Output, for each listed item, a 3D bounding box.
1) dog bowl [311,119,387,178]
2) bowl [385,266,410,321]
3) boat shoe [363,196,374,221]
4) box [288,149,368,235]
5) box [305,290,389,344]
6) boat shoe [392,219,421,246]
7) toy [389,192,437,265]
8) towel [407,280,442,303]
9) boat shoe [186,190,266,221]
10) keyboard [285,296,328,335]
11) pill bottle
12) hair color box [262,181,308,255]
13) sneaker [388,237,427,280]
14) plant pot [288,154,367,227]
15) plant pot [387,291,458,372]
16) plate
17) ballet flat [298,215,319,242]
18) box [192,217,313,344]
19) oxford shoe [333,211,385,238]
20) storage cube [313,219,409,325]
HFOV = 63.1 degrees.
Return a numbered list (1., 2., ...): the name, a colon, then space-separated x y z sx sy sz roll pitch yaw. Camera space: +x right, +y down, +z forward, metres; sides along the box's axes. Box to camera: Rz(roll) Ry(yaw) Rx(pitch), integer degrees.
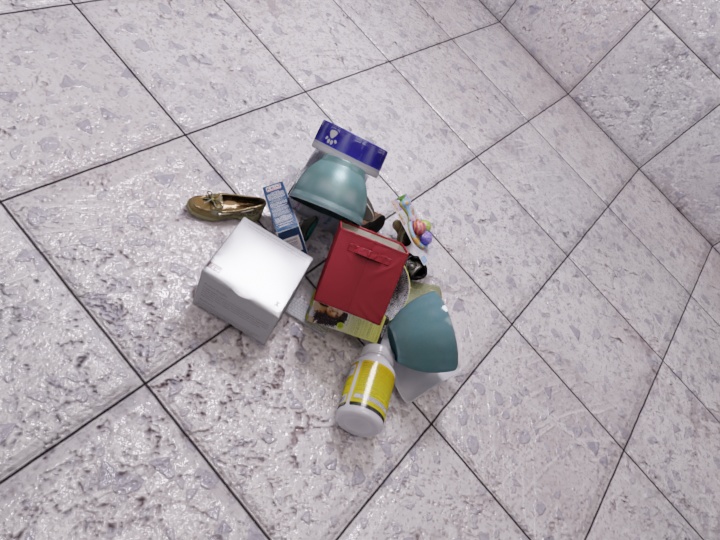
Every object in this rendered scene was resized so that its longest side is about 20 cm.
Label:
1. dog bowl: -0.028 -0.329 1.589 0.199 0.079 0.200 25 10 -5
2. bowl: 0.026 0.038 1.539 0.198 0.094 0.203 0 94 -3
3. boat shoe: -0.025 -0.221 1.598 0.200 0.067 0.057 44 51 2
4. box: -0.094 -0.235 1.670 0.176 0.097 0.201 31 48 -10
5. box: -0.032 0.117 1.454 0.198 0.050 0.076 19 93 -14
6. boat shoe: 0.127 -0.121 1.736 0.076 0.072 0.200 25 17 10
7. toy: 0.164 -0.125 1.639 0.201 0.047 0.115 59 33 -1
8. towel: 0.152 0.092 1.646 0.198 0.036 0.150 11 55 -26
9. boat shoe: -0.339 -0.170 1.491 0.198 0.063 0.074 -2 61 -33
10. keyboard: -0.162 0.091 1.462 0.199 0.011 0.057 33 48 -9
11. pill bottle: 0.019 0.277 1.381 0.112 0.113 0.201 30 48 -11
12. hair color box: -0.192 -0.126 1.484 0.060 0.101 0.201 -18 44 -5
13. sneaker: 0.107 -0.035 1.648 0.198 0.114 0.077 33 86 -10
14. plant pot: -0.064 -0.209 1.482 0.199 0.200 0.135 23 89 -17
15. plant pot: 0.142 0.164 1.445 0.133 0.201 0.202 -13 64 -8
16. plate: 0.138 0.220 1.533 0.199 0.032 0.201 -24 75 -30
17. ballet flat: -0.167 -0.087 1.545 0.063 0.068 0.201 25 48 -3
18. box: -0.247 0.022 1.361 0.198 0.131 0.201 31 48 -4
19. oxford shoe: -0.017 -0.118 1.675 0.071 0.072 0.199 31 41 28
20. storage cube: 0.000 0.000 1.394 0.169 0.181 0.200 21 9 -5
